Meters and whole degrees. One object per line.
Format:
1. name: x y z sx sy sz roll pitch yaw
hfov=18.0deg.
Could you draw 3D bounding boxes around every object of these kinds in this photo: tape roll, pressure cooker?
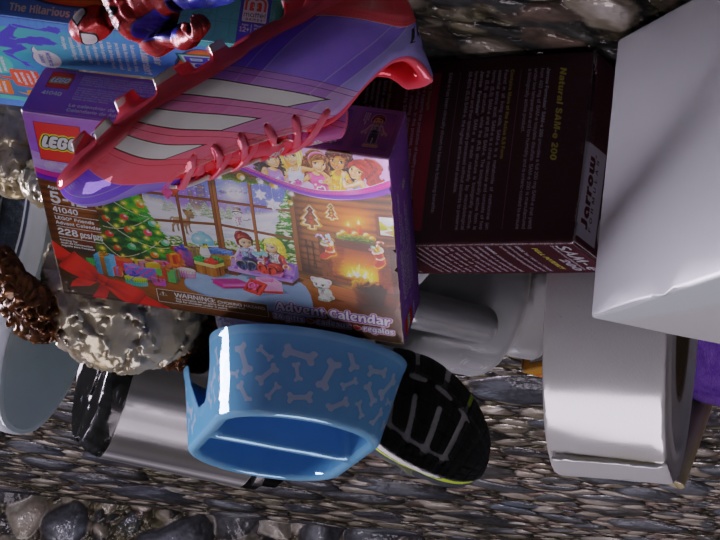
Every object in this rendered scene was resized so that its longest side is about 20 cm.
1. tape roll: 0.155 0.023 1.322 0.070 0.204 0.202 4 166 13
2. pressure cooker: -0.106 0.072 1.722 0.199 0.177 0.179 14 169 -14

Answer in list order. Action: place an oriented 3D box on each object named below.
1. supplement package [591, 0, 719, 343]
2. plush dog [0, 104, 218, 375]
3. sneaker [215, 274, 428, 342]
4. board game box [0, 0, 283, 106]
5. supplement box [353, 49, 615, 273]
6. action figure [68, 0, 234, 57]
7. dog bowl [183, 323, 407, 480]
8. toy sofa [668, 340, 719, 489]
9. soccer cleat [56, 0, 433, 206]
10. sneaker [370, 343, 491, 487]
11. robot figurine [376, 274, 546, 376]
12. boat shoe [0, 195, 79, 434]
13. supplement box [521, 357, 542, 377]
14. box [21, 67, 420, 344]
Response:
1. supplement package: 0.241 -0.041 1.121 0.199 0.152 0.152 12 167 -20
2. plush dog: -0.132 -0.022 1.345 0.199 0.173 0.160 15 164 -26
3. sneaker: 0.000 0.000 1.375 0.075 0.200 0.115 46 164 21
4. board game box: -0.140 -0.123 1.205 0.199 0.045 0.152 8 166 0
5. supplement box: 0.045 -0.057 1.252 0.199 0.109 0.061 0 164 30
6. action figure: -0.079 -0.139 1.046 0.052 0.066 0.200 -31 -173 -36
7. dog bowl: -0.043 0.079 1.298 0.111 0.050 0.200 12 163 -11
8. toy sofa: 0.200 0.070 1.517 0.097 0.083 0.200 14 157 23
9. soccer cleat: -0.051 -0.076 1.078 0.200 0.077 0.067 -36 -171 -25
10. sneaker: -0.009 0.082 1.454 0.199 0.074 0.081 28 155 1
11. robot figurine: 0.034 0.004 1.495 0.199 0.114 0.170 13 -168 -20
12. boat shoe: -0.223 0.004 1.450 0.091 0.201 0.071 3 166 34
13. supplement box: 0.201 0.042 1.669 0.066 0.069 0.200 16 166 -27
14. box: -0.071 -0.033 1.203 0.199 0.039 0.137 8 136 14
